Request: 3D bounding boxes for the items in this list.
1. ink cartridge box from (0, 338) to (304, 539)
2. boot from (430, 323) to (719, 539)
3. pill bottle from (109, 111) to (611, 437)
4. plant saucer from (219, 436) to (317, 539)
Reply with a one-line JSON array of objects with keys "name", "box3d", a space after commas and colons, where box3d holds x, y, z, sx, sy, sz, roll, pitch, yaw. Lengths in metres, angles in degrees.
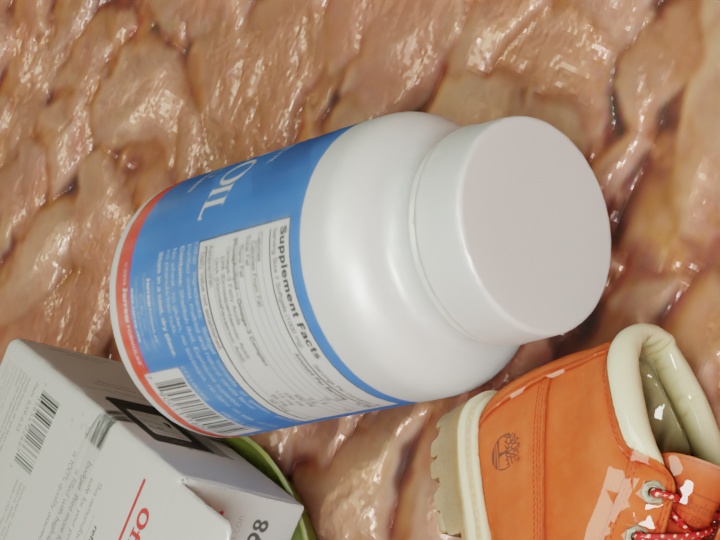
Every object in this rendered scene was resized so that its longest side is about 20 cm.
[{"name": "ink cartridge box", "box3d": [-0.098, 0.121, 1.025, 0.200, 0.066, 0.116, 33, 102, 51]}, {"name": "boot", "box3d": [0.089, 0.115, 0.852, 0.107, 0.075, 0.201, -33, 53, 33]}, {"name": "pill bottle", "box3d": [0.000, 0.000, 0.962, 0.199, 0.112, 0.113, -14, 67, 46]}, {"name": "plant saucer", "box3d": [-0.073, 0.167, 1.057, 0.199, 0.031, 0.201, -22, 61, 45]}]
